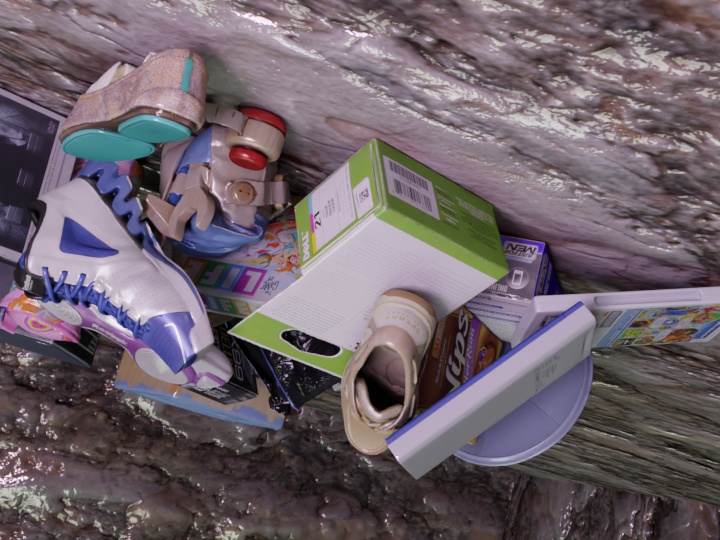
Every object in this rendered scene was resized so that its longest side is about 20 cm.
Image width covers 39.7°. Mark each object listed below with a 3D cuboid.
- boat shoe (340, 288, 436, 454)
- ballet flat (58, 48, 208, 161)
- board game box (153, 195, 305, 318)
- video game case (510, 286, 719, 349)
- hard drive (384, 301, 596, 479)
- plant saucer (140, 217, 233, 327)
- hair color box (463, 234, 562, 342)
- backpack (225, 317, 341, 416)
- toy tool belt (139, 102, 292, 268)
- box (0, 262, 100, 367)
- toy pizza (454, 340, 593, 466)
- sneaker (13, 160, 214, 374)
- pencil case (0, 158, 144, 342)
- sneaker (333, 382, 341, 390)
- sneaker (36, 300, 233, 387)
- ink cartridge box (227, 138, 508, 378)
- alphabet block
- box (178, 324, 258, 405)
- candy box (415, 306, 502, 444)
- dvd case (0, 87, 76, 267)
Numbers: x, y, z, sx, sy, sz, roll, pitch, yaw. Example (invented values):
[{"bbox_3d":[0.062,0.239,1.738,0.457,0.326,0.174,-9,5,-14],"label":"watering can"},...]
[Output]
[{"bbox_3d":[0.015,0.103,0.847,0.072,0.065,0.200,21,137,6],"label":"boat shoe"},{"bbox_3d":[-0.166,-0.123,0.742,0.068,0.067,0.200,17,169,-37],"label":"ballet flat"},{"bbox_3d":[-0.106,-0.018,0.964,0.199,0.135,0.034,9,142,21],"label":"board game box"},{"bbox_3d":[0.251,0.047,0.939,0.199,0.018,0.143,-3,161,-1],"label":"video game case"},{"bbox_3d":[0.117,0.109,0.880,0.025,0.200,0.132,54,177,20],"label":"hard drive"},{"bbox_3d":[-0.183,-0.008,1.034,0.200,0.200,0.030,10,133,21],"label":"plant saucer"},{"bbox_3d":[0.140,0.021,1.011,0.109,0.065,0.200,11,168,19],"label":"hair color box"},{"bbox_3d":[-0.087,0.040,1.149,0.200,0.134,0.183,58,-179,-7],"label":"backpack"},{"bbox_3d":[-0.122,-0.055,0.855,0.125,0.123,0.200,20,166,-19],"label":"toy tool belt"},{"bbox_3d":[-0.344,-0.012,1.114,0.123,0.199,0.200,15,166,0],"label":"box"},{"bbox_3d":[0.163,0.124,1.105,0.200,0.201,0.032,5,153,37],"label":"toy pizza"},{"bbox_3d":[-0.214,0.010,0.818,0.200,0.115,0.081,57,152,10],"label":"sneaker"},{"bbox_3d":[-0.280,-0.029,0.967,0.087,0.200,0.087,17,163,5],"label":"pencil case"},{"bbox_3d":[0.049,0.074,1.274,0.199,0.115,0.081,-14,172,-9],"label":"sneaker"},{"bbox_3d":[-0.191,0.030,0.899,0.200,0.100,0.075,36,144,-15],"label":"sneaker"},{"bbox_3d":[0.000,0.000,0.847,0.148,0.076,0.200,25,132,-36],"label":"ink cartridge box"},{"bbox_3d":[-0.207,0.102,1.432,0.195,0.201,0.196,24,164,-37],"label":"alphabet block"},{"bbox_3d":[-0.186,0.047,1.184,0.050,0.201,0.158,-17,157,13],"label":"box"},{"bbox_3d":[0.079,0.098,1.005,0.056,0.117,0.200,10,166,28],"label":"candy box"},{"bbox_3d":[-0.351,-0.099,0.866,0.200,0.151,0.025,24,155,-34],"label":"dvd case"}]
